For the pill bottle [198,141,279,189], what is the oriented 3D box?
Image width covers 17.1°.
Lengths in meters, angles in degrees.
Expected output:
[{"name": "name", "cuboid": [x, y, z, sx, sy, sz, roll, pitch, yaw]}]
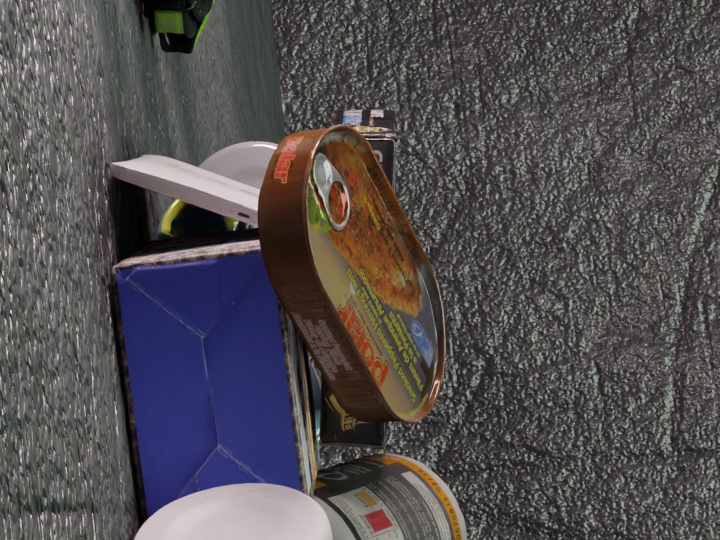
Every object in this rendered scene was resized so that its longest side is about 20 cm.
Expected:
[{"name": "pill bottle", "cuboid": [-0.074, -0.014, 1.874, 0.200, 0.113, 0.113, 79, 4, -71]}]

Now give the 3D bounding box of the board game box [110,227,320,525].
[{"name": "board game box", "cuboid": [-0.083, 0.061, 1.445, 0.200, 0.097, 0.160, -79, 163, -86]}]

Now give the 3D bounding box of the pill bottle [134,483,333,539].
[{"name": "pill bottle", "cuboid": [-0.059, 0.230, 1.331, 0.112, 0.112, 0.200, -94, 176, -65]}]

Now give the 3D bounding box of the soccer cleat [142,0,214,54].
[{"name": "soccer cleat", "cuboid": [-0.129, -0.212, 1.680, 0.200, 0.067, 0.081, 80, 16, -75]}]

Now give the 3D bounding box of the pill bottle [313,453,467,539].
[{"name": "pill bottle", "cuboid": [-0.025, 0.187, 1.523, 0.200, 0.116, 0.117, -9, 93, -58]}]

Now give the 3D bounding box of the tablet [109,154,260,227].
[{"name": "tablet", "cuboid": [-0.084, -0.047, 1.489, 0.200, 0.130, 0.014, -80, -171, -85]}]

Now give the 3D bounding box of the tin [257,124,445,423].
[{"name": "tin", "cuboid": [-0.004, 0.006, 1.385, 0.112, 0.042, 0.200, -75, 148, -43]}]

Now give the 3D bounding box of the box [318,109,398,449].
[{"name": "box", "cuboid": [0.000, 0.000, 1.562, 0.199, 0.050, 0.200, -91, -178, -83]}]

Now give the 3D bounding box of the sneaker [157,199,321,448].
[{"name": "sneaker", "cuboid": [-0.085, 0.028, 1.611, 0.200, 0.079, 0.131, 59, -12, 35]}]
